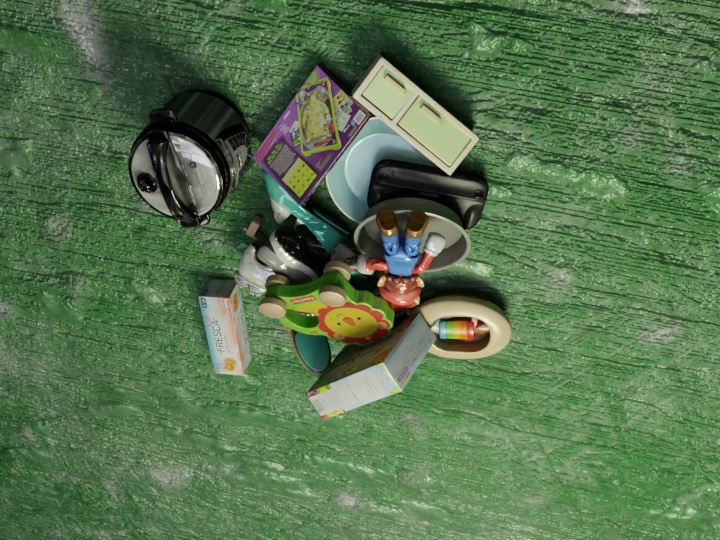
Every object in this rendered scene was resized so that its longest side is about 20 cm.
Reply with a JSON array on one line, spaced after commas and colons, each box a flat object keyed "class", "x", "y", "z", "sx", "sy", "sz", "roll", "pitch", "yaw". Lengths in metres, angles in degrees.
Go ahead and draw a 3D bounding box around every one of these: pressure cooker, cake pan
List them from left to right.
[{"class": "pressure cooker", "x": -0.284, "y": -0.179, "z": 1.340, "sx": 0.175, "sy": 0.201, "sz": 0.179, "roll": 35, "pitch": 125, "yaw": -12}, {"class": "cake pan", "x": 0.088, "y": -0.060, "z": 1.373, "sx": 0.197, "sy": 0.037, "sz": 0.201, "roll": 6, "pitch": 152, "yaw": 3}]

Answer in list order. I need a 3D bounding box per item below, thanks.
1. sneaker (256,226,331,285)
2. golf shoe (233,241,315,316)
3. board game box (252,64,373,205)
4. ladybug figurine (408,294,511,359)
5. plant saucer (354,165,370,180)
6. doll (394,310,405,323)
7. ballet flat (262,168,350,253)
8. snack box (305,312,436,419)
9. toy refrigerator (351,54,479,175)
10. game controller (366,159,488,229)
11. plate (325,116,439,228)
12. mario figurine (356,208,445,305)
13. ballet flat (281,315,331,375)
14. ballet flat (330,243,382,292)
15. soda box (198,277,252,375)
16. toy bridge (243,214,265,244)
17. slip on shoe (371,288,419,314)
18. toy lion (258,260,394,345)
[{"class": "sneaker", "x": -0.102, "y": 0.003, "z": 1.446, "sx": 0.079, "sy": 0.074, "sz": 0.200, "roll": -27, "pitch": 123, "yaw": 32}, {"class": "golf shoe", "x": -0.131, "y": 0.015, "z": 1.491, "sx": 0.198, "sy": 0.079, "sz": 0.098, "roll": 21, "pitch": 125, "yaw": -4}, {"class": "board game box", "x": -0.081, "y": -0.220, "z": 1.332, "sx": 0.120, "sy": 0.032, "sz": 0.200, "roll": 43, "pitch": 118, "yaw": 2}, {"class": "ladybug figurine", "x": 0.181, "y": 0.097, "z": 1.506, "sx": 0.197, "sy": 0.072, "sz": 0.137, "roll": 4, "pitch": 125, "yaw": 11}, {"class": "plant saucer", "x": 0.042, "y": -0.108, "z": 1.427, "sx": 0.200, "sy": 0.019, "sz": 0.070, "roll": 43, "pitch": 123, "yaw": -16}, {"class": "doll", "x": 0.050, "y": 0.129, "z": 1.575, "sx": 0.135, "sy": 0.049, "sz": 0.202, "roll": 15, "pitch": 124, "yaw": -4}, {"class": "ballet flat", "x": -0.110, "y": -0.098, "z": 1.432, "sx": 0.199, "sy": 0.067, "sz": 0.071, "roll": 39, "pitch": 97, "yaw": -17}, {"class": "snack box", "x": 0.020, "y": 0.173, "z": 1.466, "sx": 0.199, "sy": 0.169, "sz": 0.068, "roll": -29, "pitch": 102, "yaw": 39}, {"class": "toy refrigerator", "x": 0.085, "y": -0.244, "z": 1.274, "sx": 0.199, "sy": 0.070, "sz": 0.076, "roll": 37, "pitch": 104, "yaw": -13}, {"class": "game controller", "x": 0.111, "y": -0.124, "z": 1.356, "sx": 0.197, "sy": 0.042, "sz": 0.105, "roll": 10, "pitch": 133, "yaw": -3}, {"class": "plate", "x": 0.040, "y": -0.165, "z": 1.367, "sx": 0.197, "sy": 0.026, "sz": 0.202, "roll": 1, "pitch": 118, "yaw": 2}, {"class": "mario figurine", "x": 0.064, "y": -0.031, "z": 1.341, "sx": 0.123, "sy": 0.106, "sz": 0.201, "roll": 34, "pitch": 149, "yaw": 23}, {"class": "ballet flat", "x": -0.111, "y": 0.116, "z": 1.541, "sx": 0.071, "sy": 0.070, "sz": 0.201, "roll": -44, "pitch": 63, "yaw": 34}, {"class": "ballet flat", "x": 0.000, "y": 0.000, "z": 1.467, "sx": 0.068, "sy": 0.072, "sz": 0.200, "roll": -12, "pitch": 158, "yaw": 19}, {"class": "soda box", "x": -0.269, "y": 0.115, "z": 1.632, "sx": 0.067, "sy": 0.064, "sz": 0.202, "roll": 4, "pitch": 125, "yaw": 11}, {"class": "toy bridge", "x": -0.129, "y": -0.032, "z": 1.516, "sx": 0.198, "sy": 0.027, "sz": 0.067, "roll": 28, "pitch": 128, "yaw": -9}, {"class": "slip on shoe", "x": 0.027, "y": 0.078, "z": 1.481, "sx": 0.199, "sy": 0.062, "sz": 0.074, "roll": -20, "pitch": 145, "yaw": 37}, {"class": "toy lion", "x": -0.049, "y": 0.073, "z": 1.413, "sx": 0.198, "sy": 0.069, "sz": 0.192, "roll": -11, "pitch": 139, "yaw": 28}]
